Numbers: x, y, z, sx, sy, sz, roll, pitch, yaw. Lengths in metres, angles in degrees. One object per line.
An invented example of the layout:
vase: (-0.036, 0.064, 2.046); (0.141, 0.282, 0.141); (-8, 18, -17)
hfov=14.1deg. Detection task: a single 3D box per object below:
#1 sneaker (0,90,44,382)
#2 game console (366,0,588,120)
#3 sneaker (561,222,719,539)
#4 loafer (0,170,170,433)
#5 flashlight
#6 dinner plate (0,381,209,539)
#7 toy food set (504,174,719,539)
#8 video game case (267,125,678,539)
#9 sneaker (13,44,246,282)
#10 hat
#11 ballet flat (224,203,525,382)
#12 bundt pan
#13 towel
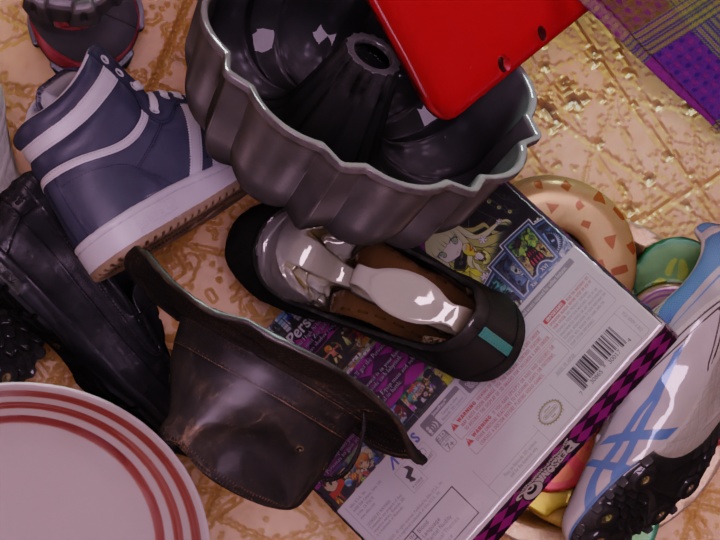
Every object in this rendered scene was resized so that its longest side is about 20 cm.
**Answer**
sneaker: (-0.221, -0.028, 1.622); (0.072, 0.072, 0.201); (-17, 101, -40)
game console: (0.014, -0.181, 1.596); (0.171, 0.200, 0.119); (12, 119, 27)
sneaker: (0.167, 0.066, 1.607); (0.072, 0.072, 0.201); (33, 93, 37)
loafer: (-0.136, 0.028, 1.597); (0.071, 0.068, 0.201); (-52, 120, -16)
flashlight: (-0.149, -0.145, 1.567); (0.068, 0.200, 0.068); (-35, 90, -7)
dinner plate: (-0.176, 0.144, 1.485); (0.199, 0.024, 0.201); (-3, 115, -8)
toy food set: (0.127, 0.061, 1.653); (0.197, 0.049, 0.201); (30, 84, -2)
video game case: (0.045, 0.051, 1.601); (0.200, 0.036, 0.181); (-49, 63, 3)
sneaker: (-0.107, -0.078, 1.588); (0.109, 0.070, 0.200); (54, 41, 2)
hat: (-0.062, 0.073, 1.504); (0.200, 0.201, 0.081); (35, 83, -2)
ballet flat: (0.000, 0.000, 1.578); (0.199, 0.068, 0.068); (20, 83, 29)
bundt pan: (-0.009, -0.090, 1.555); (0.201, 0.202, 0.076); (31, 127, -2)
towel: (0.214, -0.153, 1.617); (0.143, 0.023, 0.200); (-34, 118, 30)
